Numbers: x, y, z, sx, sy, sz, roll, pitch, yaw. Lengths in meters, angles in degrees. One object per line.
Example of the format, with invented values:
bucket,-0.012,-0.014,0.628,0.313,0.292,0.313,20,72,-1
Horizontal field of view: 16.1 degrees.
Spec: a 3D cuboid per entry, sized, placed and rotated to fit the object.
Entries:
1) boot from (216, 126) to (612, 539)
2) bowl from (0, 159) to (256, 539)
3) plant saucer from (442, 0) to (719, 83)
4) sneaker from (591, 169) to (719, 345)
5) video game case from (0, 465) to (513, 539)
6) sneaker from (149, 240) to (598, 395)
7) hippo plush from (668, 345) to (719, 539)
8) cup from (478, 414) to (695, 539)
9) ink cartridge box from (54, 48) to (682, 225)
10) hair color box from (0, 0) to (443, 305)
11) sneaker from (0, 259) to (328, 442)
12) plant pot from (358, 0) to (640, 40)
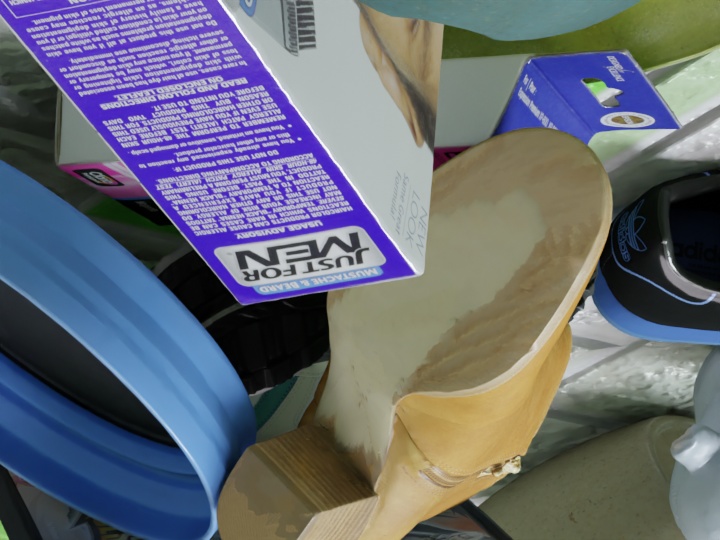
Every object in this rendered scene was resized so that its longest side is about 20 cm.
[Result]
boot,0.042,0.022,0.884,0.201,0.071,0.144,-50,161,27
bowl,-0.122,0.021,0.907,0.200,0.039,0.201,31,157,14
plant saucer,0.064,-0.116,0.787,0.198,0.031,0.200,-6,156,-3
sneaker,0.194,-0.004,1.024,0.198,0.071,0.078,-1,161,-11
video game case,-0.048,0.101,1.021,0.179,0.026,0.200,-2,-170,-15
sneaker,0.000,0.000,0.985,0.199,0.075,0.079,-10,-174,-20
hippo plush,0.224,0.102,1.144,0.160,0.201,0.160,-6,136,20
cup,0.143,0.157,1.264,0.199,0.201,0.144,13,123,-37
ink cartridge box,0.004,-0.044,0.872,0.198,0.037,0.095,-4,167,18
hair color box,-0.042,-0.090,0.670,0.064,0.110,0.200,-8,146,21
sneaker,-0.059,0.032,1.038,0.198,0.071,0.093,-2,162,-2
plant pot,0.057,-0.150,0.529,0.199,0.202,0.196,3,162,-21
